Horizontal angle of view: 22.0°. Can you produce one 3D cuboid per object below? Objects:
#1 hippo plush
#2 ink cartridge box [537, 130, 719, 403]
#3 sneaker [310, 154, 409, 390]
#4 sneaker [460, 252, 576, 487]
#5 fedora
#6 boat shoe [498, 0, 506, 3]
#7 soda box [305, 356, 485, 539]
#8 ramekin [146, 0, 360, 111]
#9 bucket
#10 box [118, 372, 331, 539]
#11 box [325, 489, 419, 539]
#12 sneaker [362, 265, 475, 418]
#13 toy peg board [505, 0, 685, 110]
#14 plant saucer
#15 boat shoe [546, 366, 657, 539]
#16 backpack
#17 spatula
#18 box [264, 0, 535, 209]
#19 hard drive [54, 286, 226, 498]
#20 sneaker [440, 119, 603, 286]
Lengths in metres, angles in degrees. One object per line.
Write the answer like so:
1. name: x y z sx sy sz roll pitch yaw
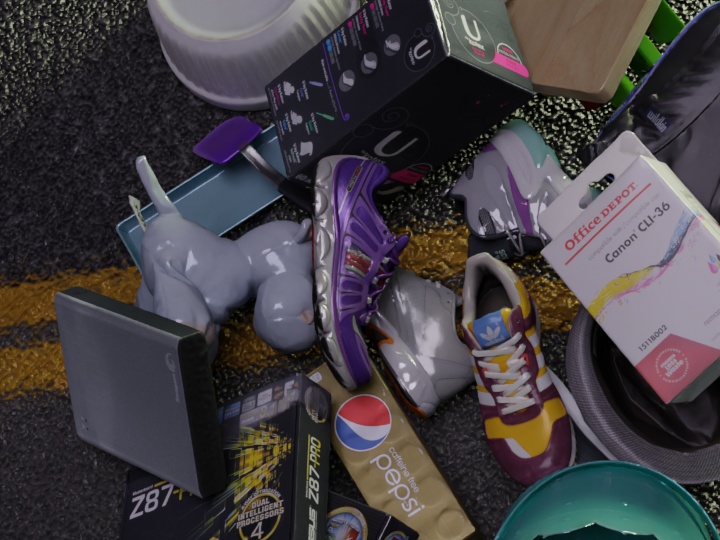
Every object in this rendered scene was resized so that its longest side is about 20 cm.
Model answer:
1. hippo plush: -0.113 0.017 1.645 0.160 0.159 0.201 -5 65 -15
2. ink cartridge box: 0.226 -0.007 1.461 0.116 0.067 0.200 -45 69 17
3. sneaker: 0.000 0.000 1.558 0.083 0.081 0.201 0 82 -2
4. sneaker: 0.118 0.081 1.510 0.075 0.090 0.200 -23 53 12
5. fedora: 0.263 0.086 1.528 0.177 0.090 0.200 -36 70 -1
6. boat shoe: 0.082 -0.309 1.698 0.071 0.070 0.200 -38 43 20
7. soda box: 0.027 0.164 1.574 0.068 0.064 0.200 -33 66 1
8. ramekin: -0.108 -0.261 1.746 0.199 0.105 0.201 -5 69 13
9. bucket: 0.185 0.253 1.418 0.206 0.135 0.208 3 110 7
10. box: -0.115 0.191 1.551 0.200 0.049 0.162 -23 46 32
11. box: -0.064 0.254 1.531 0.200 0.044 0.161 15 74 46
12. sneaker: 0.040 0.028 1.625 0.092 0.076 0.200 -29 73 -6
13. toy peg board: 0.203 -0.230 1.664 0.199 0.098 0.200 15 72 45
14. plant saucer: -0.128 -0.066 1.726 0.200 0.019 0.070 -32 66 0
15. boat shoe: 0.186 0.165 1.532 0.060 0.076 0.200 -38 53 -2
16. backpack: 0.317 -0.117 1.556 0.183 0.147 0.200 37 94 21
17. spatula: -0.080 -0.089 1.683 0.057 0.021 0.200 -43 51 -13
18. box: 0.032 -0.156 1.617 0.200 0.122 0.106 -36 55 32
19. hard drive: -0.186 0.099 1.562 0.033 0.140 0.200 -19 22 -35
20. sneaker: 0.150 -0.024 1.613 0.140 0.078 0.200 -42 56 -2
